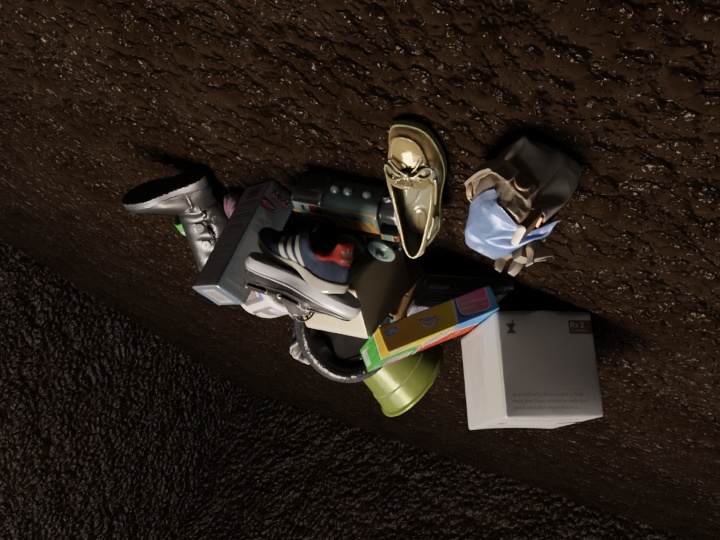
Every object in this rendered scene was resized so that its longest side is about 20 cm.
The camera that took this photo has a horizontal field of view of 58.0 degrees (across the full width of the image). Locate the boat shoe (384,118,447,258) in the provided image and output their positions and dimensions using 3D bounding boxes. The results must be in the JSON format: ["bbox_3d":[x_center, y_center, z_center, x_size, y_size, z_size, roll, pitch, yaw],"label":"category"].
[{"bbox_3d":[0.067,-0.099,0.823,0.072,0.064,0.202,14,147,17],"label":"boat shoe"}]

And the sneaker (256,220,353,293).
[{"bbox_3d":[-0.078,-0.041,0.955,0.198,0.086,0.074,30,-161,38],"label":"sneaker"}]

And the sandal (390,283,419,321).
[{"bbox_3d":[0.058,0.048,1.185,0.069,0.079,0.212,28,177,4],"label":"sandal"}]

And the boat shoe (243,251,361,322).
[{"bbox_3d":[-0.092,0.039,0.955,0.197,0.067,0.070,23,-164,17],"label":"boat shoe"}]

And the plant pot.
[{"bbox_3d":[0.050,0.184,1.441,0.189,0.202,0.199,41,156,-15],"label":"plant pot"}]

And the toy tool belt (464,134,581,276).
[{"bbox_3d":[0.170,-0.056,0.758,0.123,0.125,0.200,23,161,1],"label":"toy tool belt"}]

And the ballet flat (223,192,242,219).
[{"bbox_3d":[-0.208,-0.078,1.224,0.071,0.069,0.201,48,166,32],"label":"ballet flat"}]

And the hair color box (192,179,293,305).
[{"bbox_3d":[-0.190,-0.046,1.072,0.060,0.203,0.098,36,157,-30],"label":"hair color box"}]

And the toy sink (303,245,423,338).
[{"bbox_3d":[0.000,0.000,1.074,0.128,0.200,0.114,7,126,35],"label":"toy sink"}]

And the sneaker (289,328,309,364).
[{"bbox_3d":[-0.122,0.163,1.610,0.075,0.149,0.203,19,161,4],"label":"sneaker"}]

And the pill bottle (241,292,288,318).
[{"bbox_3d":[-0.154,0.025,1.161,0.113,0.116,0.199,30,162,-19],"label":"pill bottle"}]

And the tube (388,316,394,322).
[{"bbox_3d":[-0.026,0.082,1.299,0.196,0.051,0.078,22,156,-4],"label":"tube"}]

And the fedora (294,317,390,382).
[{"bbox_3d":[-0.028,0.104,1.230,0.197,0.204,0.092,23,-165,0],"label":"fedora"}]

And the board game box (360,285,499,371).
[{"bbox_3d":[0.107,0.095,1.048,0.196,0.041,0.153,-20,165,-16],"label":"board game box"}]

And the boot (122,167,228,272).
[{"bbox_3d":[-0.315,-0.072,1.182,0.161,0.066,0.202,-13,132,6],"label":"boot"}]

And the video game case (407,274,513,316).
[{"bbox_3d":[0.165,0.050,1.118,0.139,0.019,0.200,3,161,-5],"label":"video game case"}]

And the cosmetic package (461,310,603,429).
[{"bbox_3d":[0.277,0.172,1.086,0.161,0.169,0.200,0,162,-7],"label":"cosmetic package"}]

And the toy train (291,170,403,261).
[{"bbox_3d":[-0.011,-0.083,0.966,0.196,0.086,0.115,14,149,25],"label":"toy train"}]

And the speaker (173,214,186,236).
[{"bbox_3d":[-0.268,-0.064,1.288,0.087,0.090,0.199,0,150,47],"label":"speaker"}]
